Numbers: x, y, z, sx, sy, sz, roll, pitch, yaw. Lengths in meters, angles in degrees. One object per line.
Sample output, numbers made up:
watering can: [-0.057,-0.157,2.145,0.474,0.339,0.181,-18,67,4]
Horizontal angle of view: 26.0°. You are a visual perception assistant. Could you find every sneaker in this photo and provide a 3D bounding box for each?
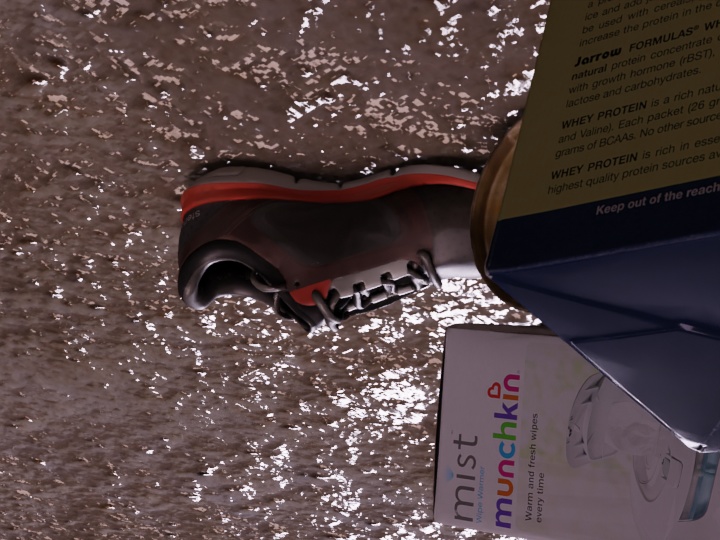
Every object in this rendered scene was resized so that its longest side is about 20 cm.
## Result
sneaker: [0.000,0.000,0.782,0.199,0.082,0.077,1,147,16]

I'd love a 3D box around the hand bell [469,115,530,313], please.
hand bell: [0.155,-0.003,0.753,0.104,0.105,0.199,-20,150,39]

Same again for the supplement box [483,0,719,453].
supplement box: [0.173,-0.065,0.499,0.199,0.201,0.134,-10,144,41]

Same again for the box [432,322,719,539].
box: [0.160,0.076,0.720,0.176,0.097,0.199,2,177,38]
